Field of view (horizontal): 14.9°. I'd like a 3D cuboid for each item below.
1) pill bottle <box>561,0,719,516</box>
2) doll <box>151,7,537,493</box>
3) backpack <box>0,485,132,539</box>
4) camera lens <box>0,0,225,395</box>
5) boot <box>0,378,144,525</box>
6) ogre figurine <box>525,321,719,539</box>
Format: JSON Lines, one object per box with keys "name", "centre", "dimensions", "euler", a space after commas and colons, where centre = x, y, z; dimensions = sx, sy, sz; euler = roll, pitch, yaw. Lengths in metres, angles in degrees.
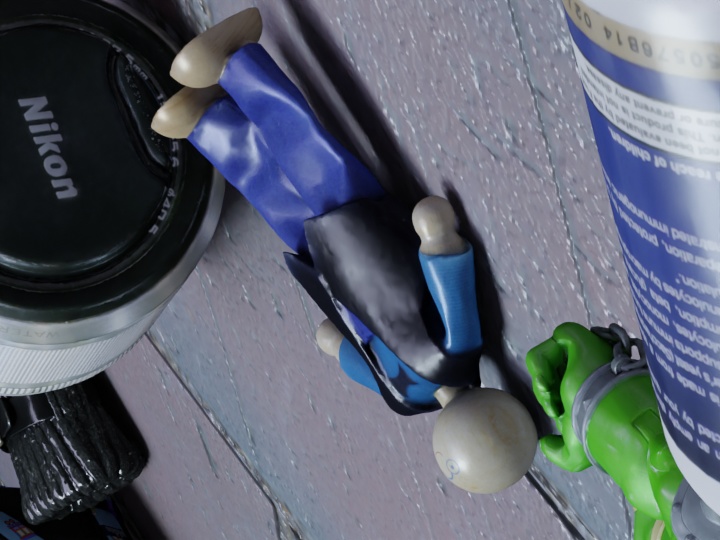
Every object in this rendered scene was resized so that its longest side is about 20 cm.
{"name": "pill bottle", "centre": [0.111, -0.008, 0.596], "dimensions": [0.111, 0.111, 0.201], "euler": [39, 152, 51]}
{"name": "doll", "centre": [0.000, 0.000, 1.042], "dimensions": [0.200, 0.048, 0.137], "euler": [51, 152, 12]}
{"name": "backpack", "centre": [-0.198, 0.239, 1.777], "dimensions": [0.200, 0.135, 0.182], "euler": [47, -157, 25]}
{"name": "camera lens", "centre": [-0.151, -0.032, 1.243], "dimensions": [0.161, 0.159, 0.200], "euler": [60, 163, 4]}
{"name": "boot", "centre": [-0.217, 0.086, 1.759], "dimensions": [0.159, 0.079, 0.211], "euler": [61, 163, 0]}
{"name": "ogre figurine", "centre": [0.122, 0.110, 0.784], "dimensions": [0.120, 0.097, 0.202], "euler": [-142, 37, -77]}
